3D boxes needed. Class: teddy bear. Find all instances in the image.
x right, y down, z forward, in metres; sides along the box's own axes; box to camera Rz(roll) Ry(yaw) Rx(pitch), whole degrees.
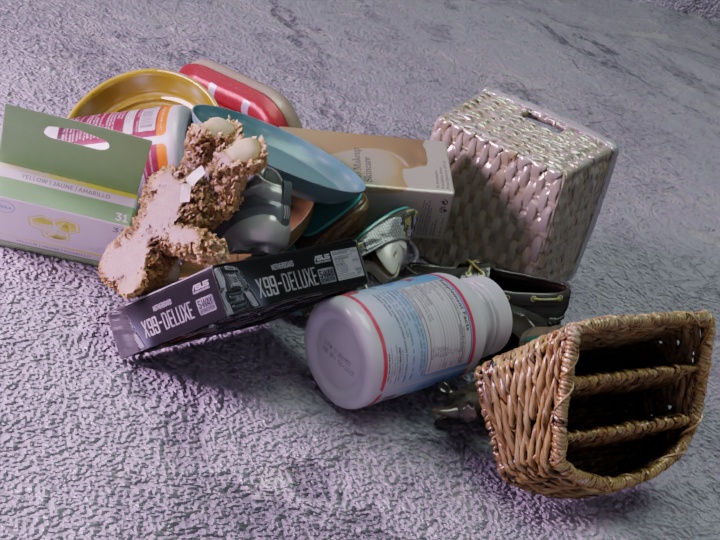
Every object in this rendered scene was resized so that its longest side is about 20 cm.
[{"bbox_3d":[-0.159,-0.054,1.324,0.144,0.201,0.067,16,-13,36],"label":"teddy bear"}]

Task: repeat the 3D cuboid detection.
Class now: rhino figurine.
[{"bbox_3d":[0.142,0.129,1.397,0.199,0.060,0.087,-5,13,-40],"label":"rhino figurine"}]

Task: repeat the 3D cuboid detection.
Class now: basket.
[{"bbox_3d":[0.230,0.127,1.300,0.199,0.149,0.144,0,70,-39],"label":"basket"},{"bbox_3d":[0.179,-0.089,1.746,0.198,0.201,0.161,27,31,22],"label":"basket"}]

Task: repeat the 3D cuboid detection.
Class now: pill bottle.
[{"bbox_3d":[-0.270,-0.109,1.492,0.199,0.110,0.110,-6,21,9],"label":"pill bottle"},{"bbox_3d":[0.052,0.062,1.397,0.199,0.109,0.109,-13,37,-39],"label":"pill bottle"}]

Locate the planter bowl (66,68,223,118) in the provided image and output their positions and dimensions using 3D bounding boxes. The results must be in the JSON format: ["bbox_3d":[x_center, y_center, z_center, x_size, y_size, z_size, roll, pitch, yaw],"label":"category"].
[{"bbox_3d":[-0.236,-0.119,1.596,0.200,0.201,0.084,27,-14,21],"label":"planter bowl"}]

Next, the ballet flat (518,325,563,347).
[{"bbox_3d":[0.261,0.102,1.502,0.199,0.067,0.068,14,66,-26],"label":"ballet flat"}]

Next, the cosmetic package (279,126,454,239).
[{"bbox_3d":[0.001,-0.100,1.622,0.199,0.071,0.106,4,41,-10],"label":"cosmetic package"}]

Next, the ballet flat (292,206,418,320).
[{"bbox_3d":[0.000,0.000,1.530,0.200,0.072,0.072,-29,47,-29],"label":"ballet flat"}]

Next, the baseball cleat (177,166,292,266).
[{"bbox_3d":[-0.140,-0.060,1.390,0.199,0.107,0.070,2,-11,36],"label":"baseball cleat"}]

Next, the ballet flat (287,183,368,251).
[{"bbox_3d":[-0.072,-0.020,1.536,0.200,0.073,0.068,-33,45,-21],"label":"ballet flat"}]

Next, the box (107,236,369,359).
[{"bbox_3d":[-0.113,0.026,1.345,0.157,0.050,0.199,-21,-5,41],"label":"box"}]

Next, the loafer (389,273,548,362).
[{"bbox_3d":[0.113,0.059,1.517,0.199,0.073,0.071,13,24,-9],"label":"loafer"}]

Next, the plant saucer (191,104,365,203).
[{"bbox_3d":[-0.090,-0.118,1.489,0.199,0.028,0.200,25,15,-7],"label":"plant saucer"}]

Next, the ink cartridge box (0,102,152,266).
[{"bbox_3d":[-0.289,-0.076,1.390,0.145,0.200,0.048,13,62,-11],"label":"ink cartridge box"}]

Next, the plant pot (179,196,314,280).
[{"bbox_3d":[-0.137,-0.034,1.491,0.199,0.028,0.200,-17,25,8],"label":"plant pot"}]

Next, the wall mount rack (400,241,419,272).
[{"bbox_3d":[-0.030,-0.052,1.665,0.199,0.075,0.174,23,44,14],"label":"wall mount rack"}]

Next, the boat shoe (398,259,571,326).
[{"bbox_3d":[0.143,0.019,1.643,0.200,0.061,0.072,15,23,-7],"label":"boat shoe"}]

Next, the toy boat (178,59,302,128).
[{"bbox_3d":[-0.170,-0.170,1.799,0.199,0.131,0.131,26,55,20],"label":"toy boat"}]
